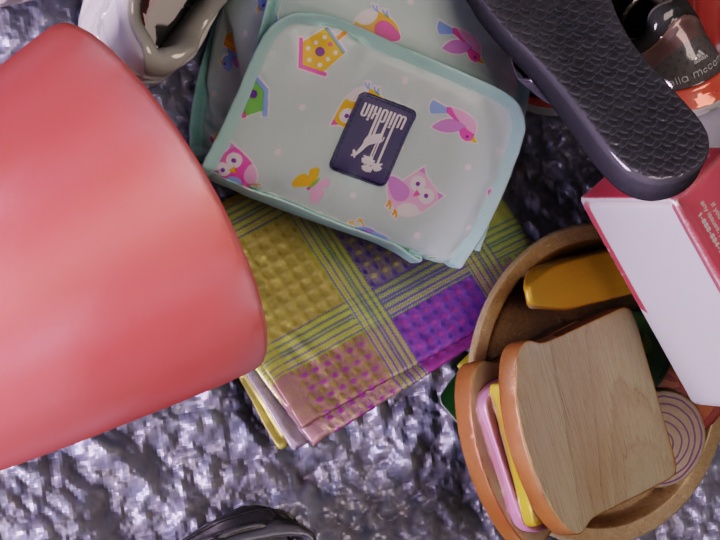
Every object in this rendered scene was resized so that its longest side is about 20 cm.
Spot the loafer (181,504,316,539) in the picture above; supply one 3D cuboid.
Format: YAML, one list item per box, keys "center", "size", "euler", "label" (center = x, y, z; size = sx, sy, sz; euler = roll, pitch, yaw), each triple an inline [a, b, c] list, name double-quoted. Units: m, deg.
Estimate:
- center: [-0.109, 0.186, 1.160]
  size: [0.201, 0.070, 0.068]
  euler: [-33, 99, -27]
  label: "loafer"

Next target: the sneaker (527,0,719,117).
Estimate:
- center: [0.138, -0.135, 1.252]
  size: [0.077, 0.200, 0.082]
  euler: [-30, 112, -23]
  label: "sneaker"

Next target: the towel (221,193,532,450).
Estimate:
- center: [0.000, 0.000, 1.249]
  size: [0.200, 0.023, 0.144]
  euler: [-29, 80, -27]
  label: "towel"

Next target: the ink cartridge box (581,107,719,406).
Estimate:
- center: [0.241, -0.040, 1.228]
  size: [0.200, 0.083, 0.145]
  euler: [-41, 111, -25]
  label: "ink cartridge box"

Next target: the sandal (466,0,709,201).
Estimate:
- center: [0.107, -0.115, 1.168]
  size: [0.076, 0.043, 0.200]
  euler: [-19, 66, -20]
  label: "sandal"

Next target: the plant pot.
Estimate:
- center: [-0.173, 0.005, 1.094]
  size: [0.177, 0.200, 0.201]
  euler: [-31, 99, -17]
  label: "plant pot"

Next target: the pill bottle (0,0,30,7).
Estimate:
- center: [-0.229, -0.180, 1.116]
  size: [0.200, 0.114, 0.114]
  euler: [-17, 92, -28]
  label: "pill bottle"

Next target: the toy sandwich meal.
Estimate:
- center: [0.142, 0.066, 1.249]
  size: [0.205, 0.070, 0.205]
  euler: [1, 88, -31]
  label: "toy sandwich meal"

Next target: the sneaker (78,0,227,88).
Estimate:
- center: [-0.087, -0.191, 1.180]
  size: [0.078, 0.099, 0.200]
  euler: [10, 93, -26]
  label: "sneaker"

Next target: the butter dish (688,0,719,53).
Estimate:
- center: [0.238, -0.196, 1.326]
  size: [0.199, 0.148, 0.200]
  euler: [-16, 111, -29]
  label: "butter dish"

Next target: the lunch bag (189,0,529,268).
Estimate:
- center: [0.005, -0.114, 1.220]
  size: [0.170, 0.122, 0.200]
  euler: [20, 69, -21]
  label: "lunch bag"

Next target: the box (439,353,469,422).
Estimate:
- center: [0.146, 0.050, 1.324]
  size: [0.200, 0.048, 0.117]
  euler: [-45, 105, -22]
  label: "box"
